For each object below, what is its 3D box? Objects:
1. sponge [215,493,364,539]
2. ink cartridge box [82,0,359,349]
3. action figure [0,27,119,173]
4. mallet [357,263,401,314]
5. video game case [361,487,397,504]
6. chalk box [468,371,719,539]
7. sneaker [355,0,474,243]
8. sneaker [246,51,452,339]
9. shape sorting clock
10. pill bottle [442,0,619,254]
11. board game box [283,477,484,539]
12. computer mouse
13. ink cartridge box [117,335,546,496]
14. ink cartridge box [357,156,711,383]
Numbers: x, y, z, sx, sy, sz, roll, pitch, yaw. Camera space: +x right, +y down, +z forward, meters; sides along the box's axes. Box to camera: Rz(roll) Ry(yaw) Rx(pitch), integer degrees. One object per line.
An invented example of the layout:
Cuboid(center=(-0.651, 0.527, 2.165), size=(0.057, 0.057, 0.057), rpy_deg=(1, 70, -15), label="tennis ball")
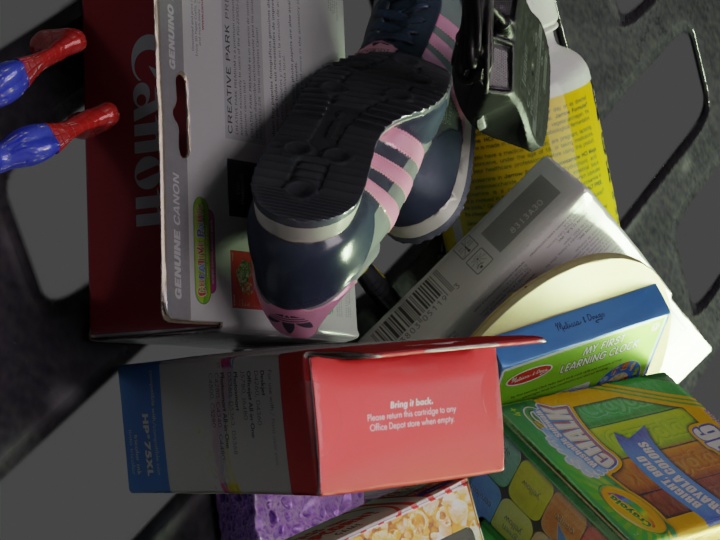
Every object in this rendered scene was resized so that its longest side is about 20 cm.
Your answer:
Cuboid(center=(-0.033, 0.161, 1.188), size=(0.111, 0.030, 0.201), rpy_deg=(-9, 94, -59), label="sponge")
Cuboid(center=(-0.081, -0.065, 1.084), size=(0.175, 0.083, 0.201), rpy_deg=(8, 78, -60), label="ink cartridge box")
Cuboid(center=(-0.187, -0.047, 0.936), size=(0.200, 0.051, 0.066), rpy_deg=(-36, 111, -51), label="action figure")
Cuboid(center=(0.000, 0.000, 1.242), size=(0.066, 0.041, 0.200), rpy_deg=(56, 4, 40), label="mallet")
Cuboid(center=(0.054, 0.218, 1.324), size=(0.200, 0.036, 0.182), rpy_deg=(-5, 90, -60), label="video game case")
Cuboid(center=(0.125, 0.151, 1.231), size=(0.199, 0.124, 0.124), rpy_deg=(-8, 132, -44), label="chalk box")
Cuboid(center=(0.027, -0.119, 1.247), size=(0.082, 0.070, 0.201), rpy_deg=(48, 33, -47), label="sneaker")
Cuboid(center=(-0.009, -0.042, 1.077), size=(0.200, 0.070, 0.082), rpy_deg=(-52, 153, -54), label="sneaker")
Cuboid(center=(0.106, 0.075, 1.277), size=(0.199, 0.039, 0.201), rpy_deg=(-28, 142, -24), label="shape sorting clock")
Cuboid(center=(0.098, -0.072, 1.368), size=(0.112, 0.112, 0.201), rpy_deg=(-33, 114, -57), label="pill bottle")
Cuboid(center=(0.011, 0.216, 1.015), size=(0.151, 0.046, 0.201), rpy_deg=(-18, 95, -38), label="board game box")
Cuboid(center=(0.067, -0.146, 1.167), size=(0.200, 0.046, 0.141), rpy_deg=(32, 60, -74), label="computer mouse")
Cuboid(center=(-0.014, 0.069, 1.041), size=(0.116, 0.200, 0.068), rpy_deg=(-4, 89, -38), label="ink cartridge box")
Cuboid(center=(0.111, 0.045, 1.321), size=(0.161, 0.050, 0.200), rpy_deg=(-45, 138, 1), label="ink cartridge box")
